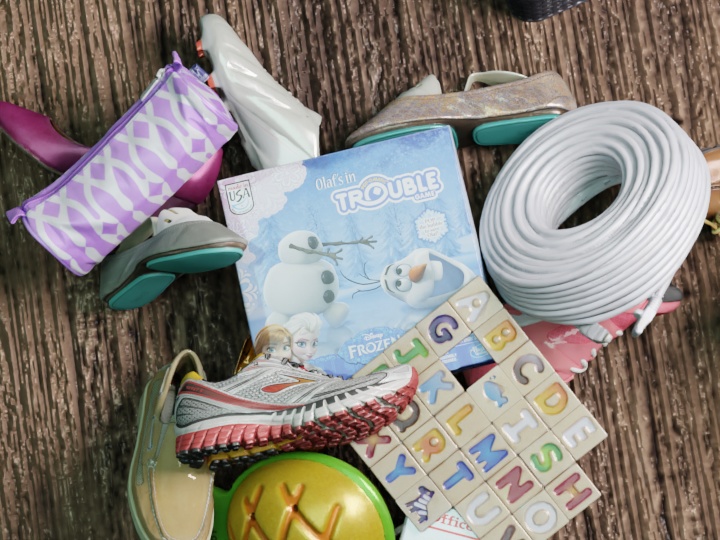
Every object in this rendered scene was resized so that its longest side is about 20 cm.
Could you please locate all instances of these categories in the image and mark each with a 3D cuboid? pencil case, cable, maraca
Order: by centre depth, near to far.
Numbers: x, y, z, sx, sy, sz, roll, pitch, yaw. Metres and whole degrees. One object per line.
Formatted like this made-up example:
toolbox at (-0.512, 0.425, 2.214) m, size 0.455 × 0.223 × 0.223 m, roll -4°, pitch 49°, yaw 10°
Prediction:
cable at (0.186, -0.048, 1.698) m, size 0.200 × 0.069 × 0.200 m, roll 17°, pitch 67°, yaw 48°
maraca at (-0.061, 0.218, 1.731) m, size 0.200 × 0.107 × 0.137 m, roll -14°, pitch 98°, yaw 30°
pencil case at (-0.193, -0.087, 1.738) m, size 0.200 × 0.084 × 0.085 m, roll -45°, pitch 126°, yaw 2°

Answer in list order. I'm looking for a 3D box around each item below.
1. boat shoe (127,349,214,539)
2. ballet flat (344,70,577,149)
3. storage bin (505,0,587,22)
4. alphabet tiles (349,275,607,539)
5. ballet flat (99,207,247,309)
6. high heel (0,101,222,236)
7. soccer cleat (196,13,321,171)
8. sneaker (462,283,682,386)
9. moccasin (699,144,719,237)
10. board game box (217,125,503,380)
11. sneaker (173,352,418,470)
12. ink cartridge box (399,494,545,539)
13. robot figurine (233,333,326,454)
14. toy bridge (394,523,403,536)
boat shoe at (-0.150, 0.147, 1.714) m, size 0.072 × 0.076 × 0.200 m, roll 11°, pitch 42°, yaw -22°
ballet flat at (0.084, -0.136, 1.792) m, size 0.200 × 0.068 × 0.067 m, roll -6°, pitch 63°, yaw 0°
storage bin at (0.199, -0.314, 1.781) m, size 0.200 × 0.094 × 0.135 m, roll -23°, pitch 81°, yaw 3°
alphabet tiles at (0.092, 0.133, 1.678) m, size 0.167 × 0.008 × 0.200 m, roll -39°, pitch 82°, yaw 2°
ballet flat at (-0.163, -0.020, 1.744) m, size 0.067 × 0.200 × 0.064 m, roll 5°, pitch 72°, yaw -35°
high heel at (-0.220, -0.114, 1.811) m, size 0.200 × 0.067 × 0.096 m, roll 33°, pitch 95°, yaw -5°
soccer cleat at (-0.078, -0.136, 1.803) m, size 0.078 × 0.069 × 0.200 m, roll -25°, pitch 88°, yaw -3°
sneaker at (0.175, 0.057, 1.757) m, size 0.200 × 0.074 × 0.087 m, roll -12°, pitch 92°, yaw 11°
moccasin at (0.312, -0.063, 1.751) m, size 0.201 × 0.074 × 0.078 m, roll -18°, pitch 69°, yaw -6°
board game box at (0.000, 0.000, 1.725) m, size 0.200 × 0.043 × 0.199 m, roll -14°, pitch 82°, yaw 5°
sneaker at (-0.053, 0.097, 1.658) m, size 0.200 × 0.078 × 0.082 m, roll -10°, pitch 68°, yaw 1°
ink cartridge box at (0.082, 0.253, 1.705) m, size 0.116 × 0.067 × 0.200 m, roll 13°, pitch 84°, yaw 6°
robot figurine at (-0.026, 0.054, 1.775) m, size 0.145 × 0.058 × 0.200 m, roll 34°, pitch 88°, yaw 8°
toy bridge at (0.057, 0.240, 1.758) m, size 0.200 × 0.027 × 0.067 m, roll -30°, pitch 81°, yaw 0°
